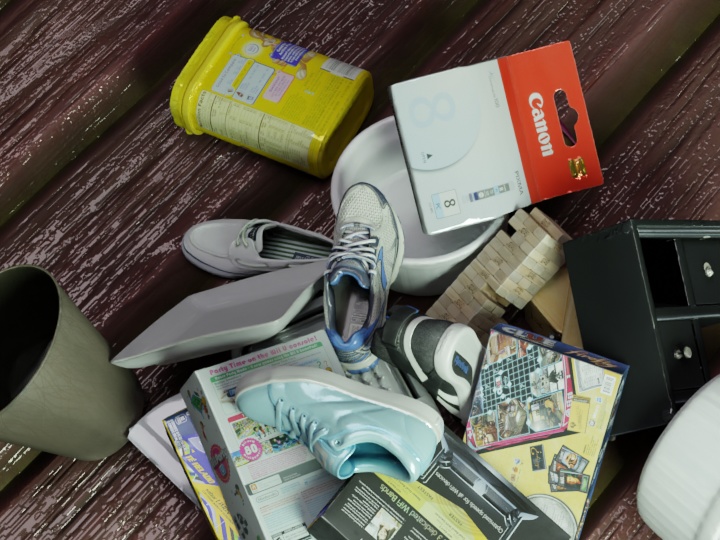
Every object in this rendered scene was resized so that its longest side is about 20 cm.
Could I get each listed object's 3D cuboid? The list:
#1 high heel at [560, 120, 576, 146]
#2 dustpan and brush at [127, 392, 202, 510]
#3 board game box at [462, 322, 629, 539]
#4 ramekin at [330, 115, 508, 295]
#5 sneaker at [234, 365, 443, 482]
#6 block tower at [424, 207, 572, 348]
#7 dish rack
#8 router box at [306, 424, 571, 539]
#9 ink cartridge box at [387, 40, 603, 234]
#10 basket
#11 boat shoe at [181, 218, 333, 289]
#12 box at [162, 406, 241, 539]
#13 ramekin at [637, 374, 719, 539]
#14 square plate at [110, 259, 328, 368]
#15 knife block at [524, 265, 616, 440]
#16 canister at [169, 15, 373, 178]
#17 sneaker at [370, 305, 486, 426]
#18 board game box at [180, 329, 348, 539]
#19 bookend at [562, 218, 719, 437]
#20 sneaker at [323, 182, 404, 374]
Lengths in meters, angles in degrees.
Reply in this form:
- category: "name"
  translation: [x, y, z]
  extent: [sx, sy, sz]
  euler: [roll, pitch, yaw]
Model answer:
- category: "high heel"
  translation: [0.182, -0.166, 1.628]
  extent: [0.096, 0.200, 0.067]
  euler: [29, 83, 29]
- category: "dustpan and brush"
  translation: [-0.128, 0.151, 1.566]
  extent: [0.140, 0.057, 0.200]
  euler: [41, 78, 14]
- category: "board game box"
  translation: [0.170, 0.166, 1.446]
  extent: [0.135, 0.201, 0.035]
  euler: [19, 19, 18]
- category: "ramekin"
  translation: [0.071, -0.069, 1.638]
  extent: [0.200, 0.098, 0.201]
  euler: [-3, 60, 6]
- category: "sneaker"
  translation: [-0.029, 0.144, 1.351]
  extent: [0.199, 0.074, 0.082]
  euler: [9, 44, 15]
- category: "block tower"
  translation: [0.134, 0.025, 1.548]
  extent: [0.200, 0.054, 0.058]
  euler: [-49, 45, 10]
- category: "dish rack"
  translation: [-0.026, 0.129, 1.540]
  extent: [0.171, 0.044, 0.200]
  euler: [-23, 70, -16]
- category: "router box"
  translation: [0.075, 0.247, 1.389]
  extent: [0.200, 0.052, 0.157]
  euler: [42, 59, 3]
- category: "ink cartridge box"
  translation: [0.142, -0.138, 1.536]
  extent: [0.199, 0.047, 0.161]
  euler: [-15, 96, 0]
- category: "basket"
  translation: [-0.319, 0.113, 1.508]
  extent: [0.136, 0.200, 0.181]
  euler: [29, 80, 32]
- category: "boat shoe"
  translation: [-0.108, -0.032, 1.656]
  extent: [0.199, 0.067, 0.074]
  euler: [7, 60, 12]
- category: "box"
  translation: [-0.126, 0.229, 1.473]
  extent: [0.064, 0.070, 0.200]
  euler: [-25, 76, -11]
- category: "ramekin"
  translation: [0.350, 0.187, 1.387]
  extent: [0.200, 0.201, 0.098]
  euler: [-41, 55, -16]
- category: "square plate"
  translation: [-0.133, 0.048, 1.548]
  extent: [0.199, 0.029, 0.198]
  euler: [-14, 14, 23]
- category: "knife block"
  translation: [0.259, 0.072, 1.549]
  extent: [0.200, 0.064, 0.176]
  euler: [-32, 61, -12]
- category: "canister"
  translation: [-0.102, -0.203, 1.748]
  extent: [0.200, 0.087, 0.149]
  euler: [22, 65, 18]
- category: "sneaker"
  translation: [0.074, 0.089, 1.489]
  extent: [0.112, 0.200, 0.073]
  euler: [22, 71, 26]
- category: "board game box"
  translation: [-0.067, 0.175, 1.437]
  extent: [0.147, 0.064, 0.200]
  euler: [-16, 74, -27]
- category: "bookend"
  translation: [0.318, 0.056, 1.492]
  extent: [0.198, 0.092, 0.201]
  euler: [0, 76, -42]
- category: "sneaker"
  translation: [0.000, 0.000, 1.511]
  extent: [0.077, 0.085, 0.201]
  euler: [-2, 73, 12]
